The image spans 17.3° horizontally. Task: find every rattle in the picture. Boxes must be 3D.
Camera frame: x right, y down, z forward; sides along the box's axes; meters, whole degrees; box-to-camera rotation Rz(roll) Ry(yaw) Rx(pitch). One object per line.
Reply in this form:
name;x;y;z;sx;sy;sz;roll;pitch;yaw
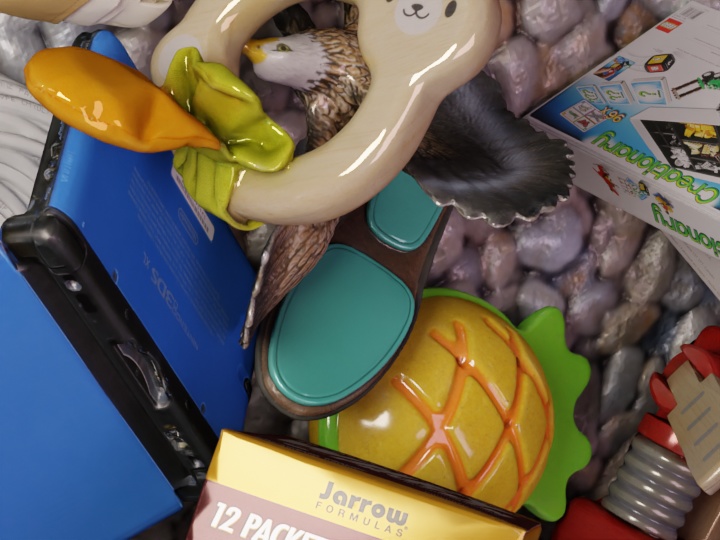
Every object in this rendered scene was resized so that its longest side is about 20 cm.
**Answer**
rattle;-0.014;-0.111;0.928;0.200;0.130;0.143;-27;136;20

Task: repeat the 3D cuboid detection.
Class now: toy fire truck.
toy fire truck;0.171;0.117;1.260;0.176;0.129;0.200;-61;148;2

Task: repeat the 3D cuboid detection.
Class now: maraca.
maraca;0.052;0.077;1.212;0.200;0.107;0.137;0;93;-45

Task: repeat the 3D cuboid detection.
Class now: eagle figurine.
eagle figurine;-0.003;-0.068;1.058;0.151;0.200;0.152;-6;154;-24

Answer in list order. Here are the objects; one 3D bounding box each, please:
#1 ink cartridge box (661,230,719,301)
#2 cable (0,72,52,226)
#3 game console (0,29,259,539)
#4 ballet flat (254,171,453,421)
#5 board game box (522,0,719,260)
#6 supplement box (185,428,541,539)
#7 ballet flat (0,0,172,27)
ink cartridge box;0.274;-0.020;1.279;0.176;0.200;0.045;-31;161;-22
cable;-0.197;0.006;1.031;0.200;0.069;0.200;-15;117;-32
game console;-0.136;0.025;1.016;0.200;0.118;0.171;63;28;-48
ballet flat;0.000;0.000;1.134;0.068;0.068;0.200;36;57;-8
board game box;0.190;-0.067;1.188;0.126;0.200;0.035;-35;127;-18
supplement box;-0.016;0.185;1.034;0.197;0.133;0.200;39;70;-82
ballet flat;-0.087;-0.139;0.998;0.063;0.069;0.200;55;40;-7
